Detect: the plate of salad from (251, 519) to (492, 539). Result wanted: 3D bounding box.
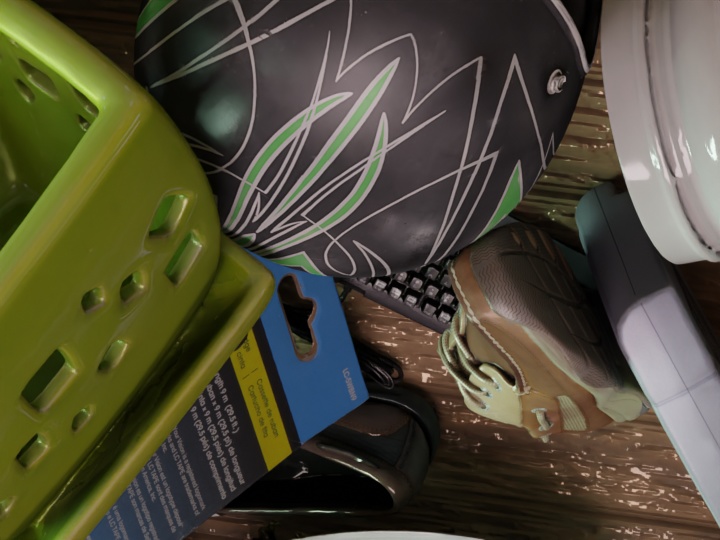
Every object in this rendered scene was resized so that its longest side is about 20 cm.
[{"bbox_3d":[0.025,0.157,1.459,0.199,0.048,0.200,3,154,1],"label":"plate of salad"}]

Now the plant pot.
[{"bbox_3d":[-0.164,0.003,1.162,0.200,0.199,0.181,34,173,34],"label":"plant pot"}]

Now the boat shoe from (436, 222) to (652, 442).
[{"bbox_3d":[0.072,0.037,1.297,0.072,0.076,0.200,-25,156,12],"label":"boat shoe"}]

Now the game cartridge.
[{"bbox_3d":[0.158,0.067,1.326,0.041,0.133,0.200,-29,116,5],"label":"game cartridge"}]

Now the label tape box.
[{"bbox_3d":[-0.103,0.052,1.347,0.063,0.200,0.144,31,148,42],"label":"label tape box"}]

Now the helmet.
[{"bbox_3d":[0.001,-0.092,1.209,0.199,0.191,0.200,7,128,9],"label":"helmet"}]

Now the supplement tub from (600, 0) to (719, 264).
[{"bbox_3d":[0.210,-0.081,1.196,0.199,0.145,0.145,-12,122,21],"label":"supplement tub"}]

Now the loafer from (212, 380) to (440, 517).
[{"bbox_3d":[-0.064,0.089,1.440,0.199,0.063,0.072,-2,125,15],"label":"loafer"}]

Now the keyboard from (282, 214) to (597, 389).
[{"bbox_3d":[0.000,0.000,1.387,0.200,0.021,0.127,26,127,-5],"label":"keyboard"}]
